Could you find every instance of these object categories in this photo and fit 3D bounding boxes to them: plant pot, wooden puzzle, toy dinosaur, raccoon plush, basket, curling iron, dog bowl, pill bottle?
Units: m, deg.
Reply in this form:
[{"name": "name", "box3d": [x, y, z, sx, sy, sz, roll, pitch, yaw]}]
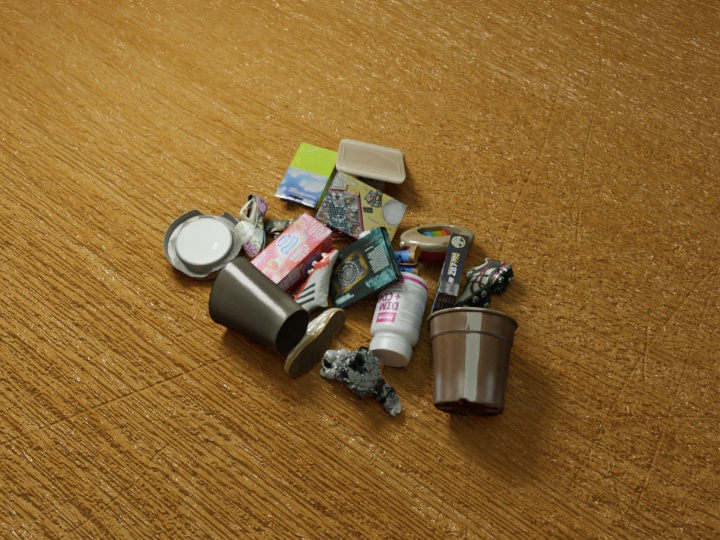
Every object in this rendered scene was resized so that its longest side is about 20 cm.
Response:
[{"name": "plant pot", "box3d": [0.241, 0.208, 1.370, 0.200, 0.200, 0.199, 5, 68, 3]}, {"name": "wooden puzzle", "box3d": [0.028, -0.292, 1.696, 0.184, 0.037, 0.200, 11, 32, -4]}, {"name": "toy dinosaur", "box3d": [-0.236, -0.102, 1.628, 0.199, 0.048, 0.088, -1, 56, 5]}, {"name": "raccoon plush", "box3d": [-0.013, 0.257, 1.413, 0.097, 0.134, 0.200, -32, 96, -34]}, {"name": "basket", "box3d": [-0.226, 0.090, 1.421, 0.200, 0.181, 0.136, 28, 28, 27]}, {"name": "curling iron", "box3d": [-0.010, -0.104, 1.635, 0.199, 0.026, 0.050, 1, 63, 0]}, {"name": "dog bowl", "box3d": [-0.395, -0.064, 1.593, 0.199, 0.059, 0.201, 0, 60, 0]}, {"name": "pill bottle", "box3d": [0.087, 0.114, 1.458, 0.113, 0.113, 0.200, 12, 60, 7]}]

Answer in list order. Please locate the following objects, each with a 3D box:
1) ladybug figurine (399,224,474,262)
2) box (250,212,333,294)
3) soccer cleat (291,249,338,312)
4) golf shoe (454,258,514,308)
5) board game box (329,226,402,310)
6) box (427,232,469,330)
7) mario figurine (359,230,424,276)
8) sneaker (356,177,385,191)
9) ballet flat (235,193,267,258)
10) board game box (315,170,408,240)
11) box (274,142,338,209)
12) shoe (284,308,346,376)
[{"name": "ladybug figurine", "box3d": [0.190, -0.066, 1.570, 0.199, 0.072, 0.136, -6, 23, -17]}, {"name": "box", "box3d": [-0.166, -0.033, 1.552, 0.095, 0.100, 0.200, 37, 67, 19]}, {"name": "soccer cleat", "box3d": [-0.100, 0.043, 1.503, 0.085, 0.069, 0.200, 35, 91, 7]}, {"name": "golf shoe", "box3d": [0.287, 0.046, 1.534, 0.200, 0.077, 0.088, -37, 46, -22]}, {"name": "board game box", "box3d": [0.000, 0.000, 1.487, 0.028, 0.200, 0.136, 4, 63, -50]}, {"name": "box", "box3d": [0.205, 0.033, 1.456, 0.049, 0.200, 0.162, 12, 61, 5]}, {"name": "mario figurine", "box3d": [0.059, -0.032, 1.546, 0.199, 0.106, 0.124, 2, 85, 26]}, {"name": "sneaker", "box3d": [-0.006, -0.219, 1.652, 0.076, 0.115, 0.200, 39, 66, 20]}, {"name": "ballet flat", "box3d": [-0.275, -0.117, 1.568, 0.069, 0.071, 0.200, -31, 40, 30]}, {"name": "board game box", "box3d": [0.003, -0.147, 1.582, 0.200, 0.035, 0.136, 26, 89, -12]}, {"name": "box", "box3d": [-0.142, -0.252, 1.709, 0.122, 0.048, 0.200, 17, 60, 9]}, {"name": "shoe", "box3d": [-0.112, 0.165, 1.463, 0.053, 0.070, 0.200, 19, 58, 43]}]
